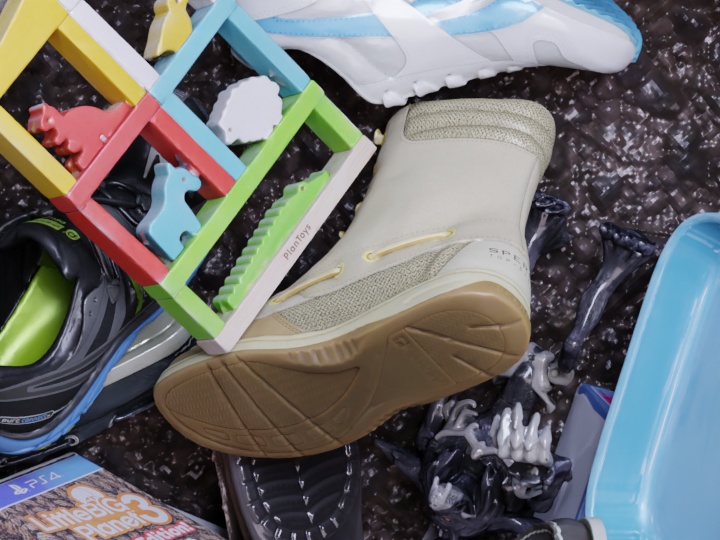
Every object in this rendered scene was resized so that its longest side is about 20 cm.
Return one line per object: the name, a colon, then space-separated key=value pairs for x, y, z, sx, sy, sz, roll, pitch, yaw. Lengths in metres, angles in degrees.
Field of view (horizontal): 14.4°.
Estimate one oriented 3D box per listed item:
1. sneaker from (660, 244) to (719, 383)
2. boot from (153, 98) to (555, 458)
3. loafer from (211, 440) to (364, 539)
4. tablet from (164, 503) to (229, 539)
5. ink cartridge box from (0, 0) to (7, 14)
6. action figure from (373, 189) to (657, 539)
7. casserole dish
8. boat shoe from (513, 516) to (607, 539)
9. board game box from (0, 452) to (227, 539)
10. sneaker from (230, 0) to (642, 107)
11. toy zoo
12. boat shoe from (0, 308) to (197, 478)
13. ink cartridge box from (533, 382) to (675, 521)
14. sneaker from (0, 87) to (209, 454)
sneaker: x=0.208 y=0.055 z=1.393 sx=0.080 sy=0.200 sz=0.083 roll=-1 pitch=145 yaw=-27
boot: x=0.000 y=0.000 z=1.361 sx=0.200 sy=0.156 sz=0.073 roll=-22 pitch=126 yaw=30
loafer: x=-0.040 y=0.133 z=1.418 sx=0.073 sy=0.071 sz=0.200 roll=-10 pitch=85 yaw=-33
tablet: x=-0.062 y=0.205 z=1.470 sx=0.200 sy=0.014 sz=0.130 roll=24 pitch=99 yaw=-15
ink cartridge box: x=-0.179 y=-0.192 z=1.270 sx=0.200 sy=0.145 sz=0.088 roll=-47 pitch=67 yaw=3
action figure: x=0.065 y=0.060 z=1.401 sx=0.119 sy=0.102 sz=0.200 roll=27 pitch=97 yaw=29
casserole dish: x=0.172 y=0.067 z=1.346 sx=0.039 sy=0.121 sz=0.200 roll=12 pitch=98 yaw=-35
boat shoe: x=0.059 y=0.182 z=1.400 sx=0.060 sy=0.072 sz=0.201 roll=14 pitch=138 yaw=-16
board game box: x=-0.107 y=0.209 z=1.362 sx=0.200 sy=0.097 sz=0.160 roll=28 pitch=110 yaw=20
sneaker: x=0.035 y=-0.119 z=1.372 sx=0.199 sy=0.077 sz=0.081 roll=12 pitch=106 yaw=-4
toy zoo: x=-0.096 y=-0.076 z=1.300 sx=0.200 sy=0.020 sz=0.131 roll=45 pitch=65 yaw=-21
boat shoe: x=-0.168 y=0.066 z=1.390 sx=0.199 sy=0.075 sz=0.066 roll=-28 pitch=142 yaw=-7
ink cartridge box: x=0.190 y=0.151 z=1.465 sx=0.200 sy=0.076 sz=0.137 roll=15 pitch=102 yaw=-14
sneaker: x=-0.126 y=-0.007 z=1.337 sx=0.071 sy=0.083 sz=0.200 roll=22 pitch=64 yaw=20
